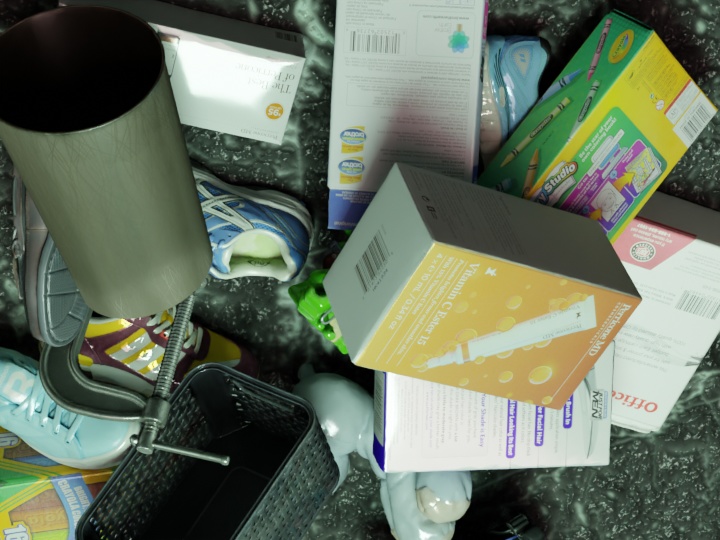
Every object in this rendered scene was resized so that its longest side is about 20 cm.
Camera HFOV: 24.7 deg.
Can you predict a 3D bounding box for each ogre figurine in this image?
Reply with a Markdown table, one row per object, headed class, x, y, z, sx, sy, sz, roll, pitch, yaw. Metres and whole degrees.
| class | x | y | z | sx | sy | sz | roll | pitch | yaw |
| --- | --- | --- | --- | --- | --- | --- | --- | --- | --- |
| ogre figurine | 0.000 | 0.000 | 1.378 | 0.120 | 0.098 | 0.200 | -42 | 157 | 0 |

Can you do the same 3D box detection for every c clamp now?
| class | x | y | z | sx | sy | sz | roll | pitch | yaw |
| --- | --- | --- | --- | --- | --- | --- | --- | --- | --- |
| c clamp | -0.179 | 0.059 | 1.378 | 0.169 | 0.202 | 0.027 | 8 | 155 | 0 |

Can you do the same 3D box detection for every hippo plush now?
| class | x | y | z | sx | sy | sz | roll | pitch | yaw |
| --- | --- | --- | --- | --- | --- | --- | --- | --- | --- |
| hippo plush | 0.011 | 0.159 | 1.479 | 0.159 | 0.160 | 0.202 | 9 | 122 | -13 |

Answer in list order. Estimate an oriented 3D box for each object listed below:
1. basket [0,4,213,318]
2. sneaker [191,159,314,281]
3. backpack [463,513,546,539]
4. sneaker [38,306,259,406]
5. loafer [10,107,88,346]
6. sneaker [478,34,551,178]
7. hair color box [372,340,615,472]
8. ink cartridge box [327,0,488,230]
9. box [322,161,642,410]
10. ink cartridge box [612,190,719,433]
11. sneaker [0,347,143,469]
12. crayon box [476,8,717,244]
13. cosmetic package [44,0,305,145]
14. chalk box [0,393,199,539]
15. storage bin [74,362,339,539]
| class | x | y | z | sx | sy | sz | roll | pitch | yaw |
| --- | --- | --- | --- | --- | --- | --- | --- | --- | --- |
| basket | -0.192 | -0.074 | 1.251 | 0.135 | 0.180 | 0.201 | -30 | 133 | -17 |
| sneaker | -0.133 | -0.041 | 1.380 | 0.198 | 0.077 | 0.076 | 9 | 123 | -9 |
| backpack | 0.114 | 0.319 | 1.576 | 0.198 | 0.190 | 0.156 | -19 | 85 | 17 |
| sneaker | -0.179 | 0.057 | 1.439 | 0.198 | 0.075 | 0.091 | 10 | 127 | -14 |
| loafer | -0.256 | -0.041 | 1.346 | 0.062 | 0.072 | 0.202 | 9 | 100 | 29 |
| sneaker | 0.138 | -0.105 | 1.374 | 0.089 | 0.079 | 0.202 | -13 | 125 | -4 |
| hair color box | 0.111 | 0.108 | 1.392 | 0.198 | 0.065 | 0.111 | 0 | 101 | -8 |
| ink cartridge box | 0.037 | -0.129 | 1.302 | 0.118 | 0.042 | 0.202 | 4 | 95 | 11 |
| box | 0.092 | 0.015 | 1.255 | 0.198 | 0.098 | 0.125 | 14 | 124 | -30 |
| ink cartridge box | 0.241 | 0.033 | 1.470 | 0.144 | 0.085 | 0.201 | 17 | 118 | -17 |
| sneaker | -0.280 | 0.113 | 1.402 | 0.198 | 0.075 | 0.082 | 14 | 165 | 26 |
| crayon box | 0.189 | -0.095 | 1.343 | 0.201 | 0.058 | 0.119 | -51 | 131 | 0 |
| cosmetic package | -0.149 | -0.164 | 1.314 | 0.198 | 0.051 | 0.083 | 11 | 122 | -13 |
| chalk box | -0.230 | 0.189 | 1.489 | 0.198 | 0.124 | 0.125 | -7 | 124 | -2 |
| storage bin | -0.124 | 0.194 | 1.370 | 0.134 | 0.201 | 0.094 | 20 | 150 | 29 |
